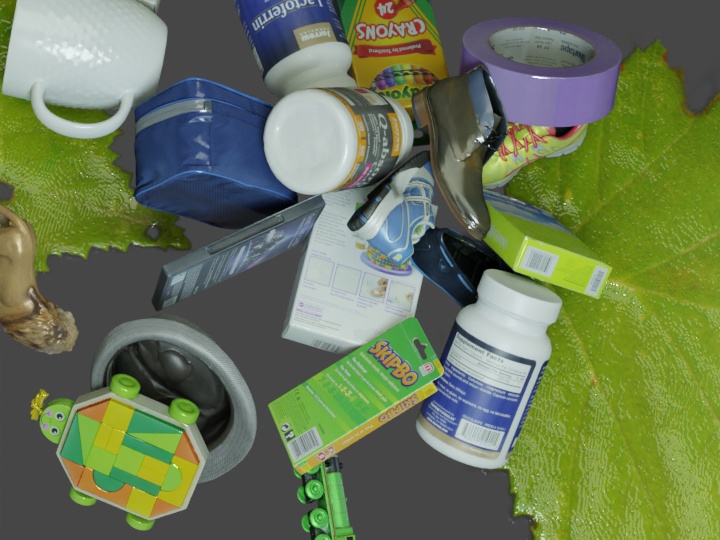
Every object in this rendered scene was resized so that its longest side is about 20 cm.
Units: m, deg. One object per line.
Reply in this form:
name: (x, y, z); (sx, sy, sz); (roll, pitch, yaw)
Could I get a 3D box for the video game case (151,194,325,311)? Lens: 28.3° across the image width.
video game case: (-0.141, -0.019, 1.624); (0.198, 0.143, 0.019); (-27, 81, -20)

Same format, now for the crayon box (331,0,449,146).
crayon box: (0.042, -0.255, 1.797); (0.125, 0.051, 0.203); (-9, 74, -16)

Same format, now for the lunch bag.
lunch bag: (-0.159, -0.138, 1.643); (0.199, 0.135, 0.134); (17, 65, -46)

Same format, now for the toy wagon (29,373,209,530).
toy wagon: (-0.266, 0.189, 1.532); (0.198, 0.040, 0.157); (23, 111, -4)

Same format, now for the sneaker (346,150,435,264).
sneaker: (0.050, -0.072, 1.649); (0.077, 0.076, 0.200); (46, 38, -6)

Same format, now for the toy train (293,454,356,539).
toy train: (-0.034, 0.298, 1.600); (0.056, 0.042, 0.203); (-2, 72, -24)

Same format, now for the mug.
mug: (-0.319, -0.239, 1.651); (0.173, 0.148, 0.202); (10, 56, -14)

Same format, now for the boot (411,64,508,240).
boot: (0.133, -0.142, 1.669); (0.096, 0.074, 0.202); (-28, 72, 25)

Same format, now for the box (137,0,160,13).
box: (-0.276, -0.406, 1.759); (0.094, 0.078, 0.203); (12, 69, -9)

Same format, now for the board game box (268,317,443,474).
board game box: (-0.003, 0.138, 1.604); (0.199, 0.030, 0.096); (-34, 48, 6)

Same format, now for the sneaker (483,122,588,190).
sneaker: (0.204, -0.169, 1.783); (0.198, 0.090, 0.079); (-26, 80, -18)

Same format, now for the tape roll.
tape roll: (0.220, -0.248, 1.766); (0.197, 0.066, 0.201); (4, 31, -2)

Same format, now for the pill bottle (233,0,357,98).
pill bottle: (-0.077, -0.282, 1.743); (0.114, 0.116, 0.202); (-18, 77, -18)

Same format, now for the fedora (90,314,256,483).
fedora: (-0.201, 0.127, 1.574); (0.200, 0.176, 0.091); (44, 24, -13)

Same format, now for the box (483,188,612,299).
box: (0.204, -0.037, 1.696); (0.121, 0.200, 0.048); (18, 105, -21)

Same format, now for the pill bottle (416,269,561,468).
pill bottle: (0.148, 0.109, 1.610); (0.114, 0.116, 0.202); (20, 102, -5)

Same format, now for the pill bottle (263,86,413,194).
pill bottle: (-0.019, -0.151, 1.632); (0.117, 0.116, 0.199); (55, 25, 9)

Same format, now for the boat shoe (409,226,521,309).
boat shoe: (0.144, 0.014, 1.689); (0.198, 0.068, 0.085); (25, 65, -29)

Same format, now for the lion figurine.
lion figurine: (-0.378, 0.002, 1.561); (0.121, 0.202, 0.073); (15, 42, 24)

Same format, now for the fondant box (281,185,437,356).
fondant box: (0.000, 0.000, 1.697); (0.142, 0.058, 0.202); (17, 70, -8)
